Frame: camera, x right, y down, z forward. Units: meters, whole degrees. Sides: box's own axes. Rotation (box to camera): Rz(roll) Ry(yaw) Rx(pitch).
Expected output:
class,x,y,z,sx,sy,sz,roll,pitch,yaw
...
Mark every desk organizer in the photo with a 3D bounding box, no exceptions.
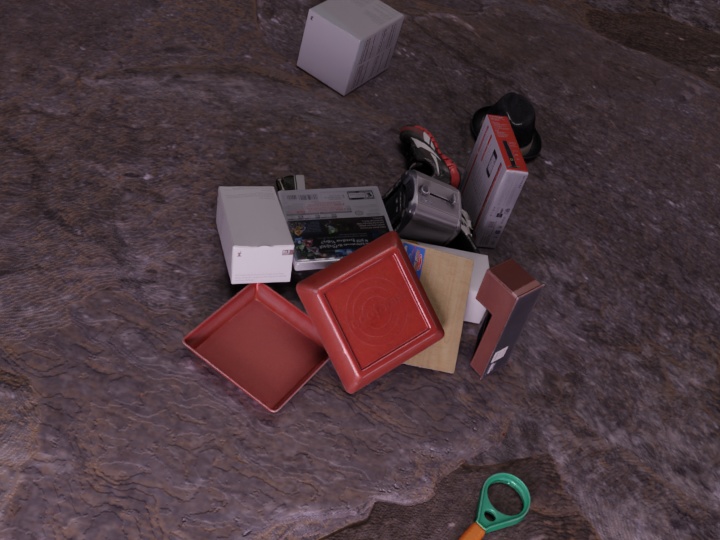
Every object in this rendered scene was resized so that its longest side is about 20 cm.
class,x,y,z,sx,sy,sz,roll,pitch,yaw
desk organizer,0.235,0.083,1.523,0.071,0.202,0.077,-22,53,-35

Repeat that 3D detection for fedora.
class,x,y,z,sx,sy,sz,roll,pitch,yaw
fedora,0.357,-0.352,2.078,0.197,0.092,0.203,11,44,-10

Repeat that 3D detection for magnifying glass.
class,x,y,z,sx,sy,sz,roll,pitch,yaw
magnifying glass,0.191,0.379,1.342,0.079,0.023,0.199,39,47,19

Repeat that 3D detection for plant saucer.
class,x,y,z,sx,sy,sz,roll,pitch,yaw
plant saucer,0.024,0.067,1.451,0.197,0.037,0.203,-28,96,-16
plant saucer,-0.160,0.128,1.454,0.198,0.037,0.200,34,44,15

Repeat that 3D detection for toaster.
class,x,y,z,sx,sy,sz,roll,pitch,yaw
toaster,0.107,-0.098,1.684,0.127,0.200,0.116,15,59,-21

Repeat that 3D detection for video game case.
class,x,y,z,sx,sy,sz,roll,pitch,yaw
video game case,-0.041,-0.080,1.605,0.196,0.024,0.184,-4,49,-17

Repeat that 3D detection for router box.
class,x,y,z,sx,sy,sz,roll,pitch,yaw
router box,0.265,-0.181,1.797,0.048,0.202,0.181,5,45,-14

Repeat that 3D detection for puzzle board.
class,x,y,z,sx,sy,sz,roll,pitch,yaw
puzzle board,0.114,0.064,1.523,0.148,0.017,0.204,13,84,-24

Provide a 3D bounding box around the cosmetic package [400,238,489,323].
class,x,y,z,sx,sy,sz,roll,pitch,yaw
cosmetic package,0.138,0.017,1.637,0.196,0.086,0.109,12,43,-9

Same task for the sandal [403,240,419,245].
class,x,y,z,sx,sy,sz,roll,pitch,yaw
sandal,0.072,0.050,1.543,0.079,0.204,0.054,-4,5,-26

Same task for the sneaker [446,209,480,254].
class,x,y,z,sx,sy,sz,roll,pitch,yaw
sneaker,0.199,-0.080,1.763,0.087,0.075,0.201,-7,46,-31

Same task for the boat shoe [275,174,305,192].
class,x,y,z,sx,sy,sz,roll,pitch,yaw
boat shoe,-0.131,-0.102,1.676,0.062,0.071,0.202,-3,45,-7

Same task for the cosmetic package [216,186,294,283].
class,x,y,z,sx,sy,sz,roll,pitch,yaw
cosmetic package,-0.191,-0.067,1.578,0.111,0.082,0.201,-1,37,-16

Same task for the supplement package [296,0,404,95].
class,x,y,z,sx,sy,sz,roll,pitch,yaw
supplement package,-0.024,-0.545,2.090,0.151,0.152,0.200,34,45,15

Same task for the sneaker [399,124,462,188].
class,x,y,z,sx,sy,sz,roll,pitch,yaw
sneaker,0.131,-0.242,1.903,0.097,0.071,0.202,-13,53,-33
